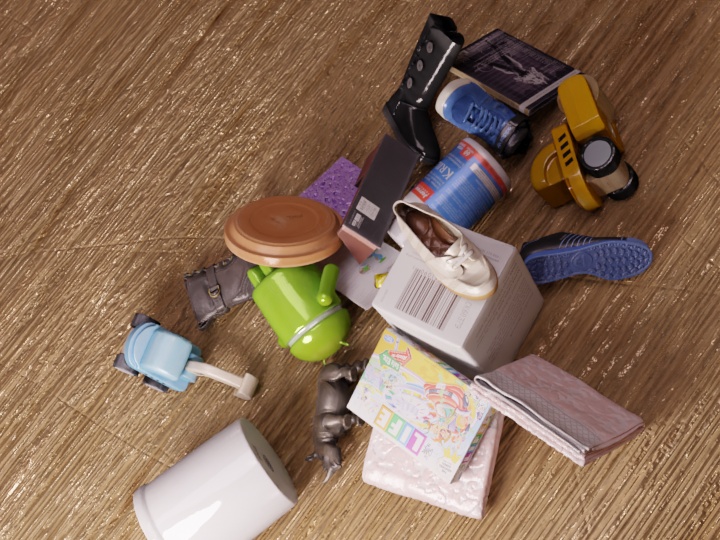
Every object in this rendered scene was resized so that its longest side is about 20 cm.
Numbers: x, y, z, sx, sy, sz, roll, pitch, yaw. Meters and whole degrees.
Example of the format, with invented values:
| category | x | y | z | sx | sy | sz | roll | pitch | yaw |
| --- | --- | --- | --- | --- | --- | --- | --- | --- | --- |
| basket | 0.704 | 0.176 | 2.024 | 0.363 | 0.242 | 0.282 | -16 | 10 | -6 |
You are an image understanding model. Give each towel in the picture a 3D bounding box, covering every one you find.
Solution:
| category | x | y | z | sx | sy | sz | roll | pitch | yaw |
| --- | --- | --- | --- | --- | --- | --- | --- | --- | --- |
| towel | 0.109 | 0.246 | 1.525 | 0.197 | 0.032 | 0.194 | 12 | 89 | 29 |
| towel | 0.276 | 0.186 | 1.439 | 0.199 | 0.190 | 0.033 | 33 | 114 | 30 |

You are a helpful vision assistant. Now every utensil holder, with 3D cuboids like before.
| category | x | y | z | sx | sy | sz | roll | pitch | yaw |
| --- | --- | --- | --- | --- | --- | --- | --- | --- | --- |
| utensil holder | -0.217 | 0.348 | 1.575 | 0.199 | 0.170 | 0.171 | -35 | 58 | 0 |

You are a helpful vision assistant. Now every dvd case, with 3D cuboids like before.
| category | x | y | z | sx | sy | sz | roll | pitch | yaw |
| --- | --- | --- | --- | --- | --- | --- | --- | --- | --- |
| dvd case | 0.257 | -0.338 | 1.744 | 0.148 | 0.016 | 0.199 | -33 | 52 | -29 |

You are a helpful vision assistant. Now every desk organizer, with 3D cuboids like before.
| category | x | y | z | sx | sy | sz | roll | pitch | yaw |
| --- | --- | --- | --- | --- | --- | --- | --- | --- | --- |
| desk organizer | 0.021 | -0.116 | 1.689 | 0.071 | 0.077 | 0.202 | 31 | 58 | -11 |

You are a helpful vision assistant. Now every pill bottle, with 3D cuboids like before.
| category | x | y | z | sx | sy | sz | roll | pitch | yaw |
| --- | --- | --- | --- | --- | --- | --- | --- | --- | --- |
| pill bottle | 0.138 | -0.107 | 1.666 | 0.200 | 0.112 | 0.112 | -44 | 58 | -1 |

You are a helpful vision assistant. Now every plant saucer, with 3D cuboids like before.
| category | x | y | z | sx | sy | sz | roll | pitch | yaw |
| --- | --- | --- | --- | --- | --- | --- | --- | --- | --- |
| plant saucer | -0.123 | -0.071 | 1.676 | 0.196 | 0.033 | 0.201 | 2 | 33 | -1 |

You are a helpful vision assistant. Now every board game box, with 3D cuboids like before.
| category | x | y | z | sx | sy | sz | roll | pitch | yaw |
| --- | --- | --- | --- | --- | --- | --- | --- | --- | --- |
| board game box | 0.088 | 0.193 | 1.492 | 0.199 | 0.034 | 0.136 | 32 | 103 | 28 |

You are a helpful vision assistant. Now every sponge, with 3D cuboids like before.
| category | x | y | z | sx | sy | sz | roll | pitch | yaw |
| --- | --- | --- | --- | --- | --- | --- | --- | --- | --- |
| sponge | -0.059 | -0.104 | 1.772 | 0.111 | 0.030 | 0.200 | 35 | 70 | 32 |

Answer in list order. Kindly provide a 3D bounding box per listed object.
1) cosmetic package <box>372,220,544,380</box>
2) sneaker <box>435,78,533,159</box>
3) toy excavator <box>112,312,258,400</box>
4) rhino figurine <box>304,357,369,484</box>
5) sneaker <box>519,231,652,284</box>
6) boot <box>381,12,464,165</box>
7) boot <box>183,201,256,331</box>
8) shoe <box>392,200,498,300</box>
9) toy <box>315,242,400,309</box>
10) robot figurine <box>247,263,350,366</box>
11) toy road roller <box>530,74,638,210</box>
| category | x | y | z | sx | sy | sz | roll | pitch | yaw |
| --- | --- | --- | --- | --- | --- | --- | --- | --- | --- |
| cosmetic package | 0.150 | 0.048 | 1.537 | 0.163 | 0.200 | 0.167 | 25 | 78 | 30 |
| sneaker | 0.208 | -0.238 | 1.652 | 0.111 | 0.199 | 0.077 | 44 | 106 | 32 |
| toy excavator | -0.290 | 0.159 | 1.721 | 0.199 | 0.193 | 0.101 | 1 | 63 | 54 |
| rhino figurine | -0.040 | 0.233 | 1.612 | 0.087 | 0.059 | 0.203 | -9 | 62 | 41 |
| sneaker | 0.339 | -0.029 | 1.572 | 0.196 | 0.071 | 0.078 | -4 | 31 | 4 |
| boot | 0.123 | -0.304 | 1.734 | 0.166 | 0.065 | 0.201 | 56 | 128 | 33 |
| boot | -0.233 | -0.011 | 1.805 | 0.172 | 0.069 | 0.203 | -18 | 63 | 13 |
| shoe | 0.113 | -0.031 | 1.439 | 0.070 | 0.053 | 0.200 | -45 | 58 | -1 |
| toy | 0.000 | 0.000 | 1.705 | 0.115 | 0.048 | 0.199 | -41 | 39 | -15 |
| robot figurine | -0.095 | 0.058 | 1.658 | 0.201 | 0.115 | 0.176 | 53 | 137 | 9 |
| toy road roller | 0.335 | -0.189 | 1.621 | 0.144 | 0.123 | 0.203 | -23 | 60 | 24 |
